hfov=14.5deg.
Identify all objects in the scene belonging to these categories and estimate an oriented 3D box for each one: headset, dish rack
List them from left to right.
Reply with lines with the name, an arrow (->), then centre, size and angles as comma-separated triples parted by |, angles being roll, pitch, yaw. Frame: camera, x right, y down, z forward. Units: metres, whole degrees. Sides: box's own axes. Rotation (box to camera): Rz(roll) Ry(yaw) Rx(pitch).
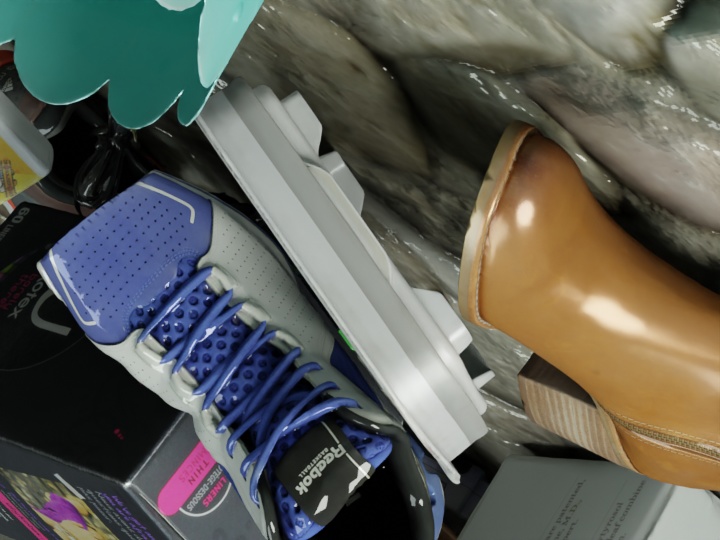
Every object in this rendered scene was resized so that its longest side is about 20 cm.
headset -> -0.046, -0.013, 1.324 | 0.199, 0.095, 0.123 | 25, 171, -31
dish rack -> 0.000, 0.000, 1.152 | 0.172, 0.043, 0.200 | 56, -179, 11

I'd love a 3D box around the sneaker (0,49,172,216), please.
sneaker -> -0.125, -0.027, 1.396 | 0.082, 0.077, 0.200 | 13, 156, 37

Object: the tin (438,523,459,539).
tin -> -0.024, 0.139, 1.570 | 0.199, 0.042, 0.112 | 16, 151, 41

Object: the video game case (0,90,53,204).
video game case -> -0.257, -0.067, 1.160 | 0.200, 0.181, 0.023 | 49, -158, -30

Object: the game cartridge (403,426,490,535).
game cartridge -> 0.016, 0.116, 1.617 | 0.199, 0.038, 0.130 | 28, 159, 21

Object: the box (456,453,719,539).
box -> 0.134, 0.227, 1.400 | 0.199, 0.201, 0.171 | 39, 161, -22

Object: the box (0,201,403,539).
box -> -0.102, 0.059, 1.250 | 0.199, 0.122, 0.106 | 13, 148, 46

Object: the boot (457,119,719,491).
boot -> 0.124, 0.027, 1.067 | 0.154, 0.077, 0.201 | 17, 148, 26

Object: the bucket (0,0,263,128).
bucket -> -0.094, -0.153, 0.838 | 0.206, 0.135, 0.207 | 30, 163, 10

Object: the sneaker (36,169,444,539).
sneaker -> -0.031, 0.048, 1.090 | 0.200, 0.081, 0.115 | 48, 177, -9
